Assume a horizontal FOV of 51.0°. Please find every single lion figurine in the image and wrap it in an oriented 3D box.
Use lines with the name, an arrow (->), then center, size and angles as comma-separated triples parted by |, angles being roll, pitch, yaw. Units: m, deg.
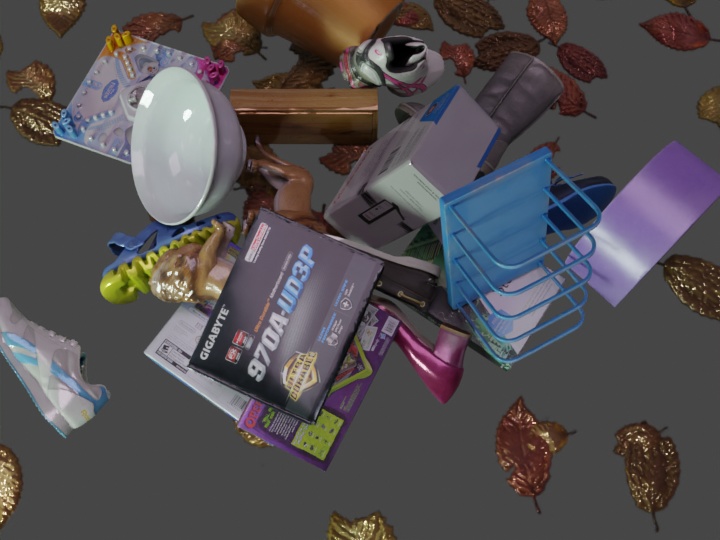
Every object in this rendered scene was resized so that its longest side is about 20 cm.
lion figurine -> -0.156, 0.016, 0.930 | 0.199, 0.072, 0.123 | 28, 94, 4
lion figurine -> -0.093, -0.090, 1.013 | 0.122, 0.073, 0.201 | 8, 62, -16

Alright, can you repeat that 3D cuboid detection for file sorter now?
file sorter -> 0.184, -0.007, 0.866 | 0.138, 0.201, 0.123 | -26, 53, -10

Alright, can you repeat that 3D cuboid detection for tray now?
tray -> -0.075, -0.212, 1.053 | 0.198, 0.099, 0.037 | -1, 72, 0

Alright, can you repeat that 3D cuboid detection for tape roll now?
tape roll -> 0.353, -0.056, 0.935 | 0.085, 0.200, 0.200 | 43, 75, 15

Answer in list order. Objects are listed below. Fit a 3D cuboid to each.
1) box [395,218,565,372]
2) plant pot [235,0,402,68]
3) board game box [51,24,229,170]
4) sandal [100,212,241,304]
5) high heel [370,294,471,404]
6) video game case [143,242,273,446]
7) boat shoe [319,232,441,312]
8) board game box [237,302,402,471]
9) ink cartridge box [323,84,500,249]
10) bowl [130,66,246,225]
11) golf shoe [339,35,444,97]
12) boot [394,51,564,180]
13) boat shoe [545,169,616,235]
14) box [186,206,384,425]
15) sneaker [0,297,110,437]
box -> 0.147, 0.018, 0.995 | 0.199, 0.036, 0.145 | 32, 72, 13
plant pot -> -0.047, -0.392, 1.087 | 0.183, 0.200, 0.201 | 39, 73, -3
board game box -> -0.322, -0.254, 1.111 | 0.199, 0.026, 0.201 | 19, 70, 8
sandal -> -0.256, -0.036, 1.000 | 0.199, 0.080, 0.087 | -22, 59, -11
high heel -> 0.039, 0.092, 0.965 | 0.199, 0.067, 0.097 | 20, 97, 13
video game case -> -0.139, 0.090, 0.964 | 0.199, 0.045, 0.182 | 32, 74, 12
boat shoe -> 0.000, 0.000, 0.931 | 0.200, 0.072, 0.061 | 15, 85, -10
board game box -> -0.048, 0.120, 0.898 | 0.120, 0.032, 0.201 | 30, 83, -11
ink cartridge box -> 0.060, -0.120, 0.947 | 0.084, 0.200, 0.146 | 41, 58, -16
bowl -> -0.213, -0.160, 0.994 | 0.090, 0.201, 0.202 | -3, 61, -45
golf shoe -> 0.066, -0.284, 1.046 | 0.199, 0.092, 0.073 | -18, 97, -48
boot -> 0.171, -0.242, 1.078 | 0.181, 0.073, 0.200 | 36, 79, -1
boat shoe -> 0.249, -0.094, 1.006 | 0.199, 0.085, 0.069 | -16, 46, -23
box -> -0.082, 0.051, 0.860 | 0.158, 0.046, 0.201 | 24, 84, 4
sneaker -> -0.395, 0.109, 0.949 | 0.081, 0.077, 0.200 | -35, 78, -22
